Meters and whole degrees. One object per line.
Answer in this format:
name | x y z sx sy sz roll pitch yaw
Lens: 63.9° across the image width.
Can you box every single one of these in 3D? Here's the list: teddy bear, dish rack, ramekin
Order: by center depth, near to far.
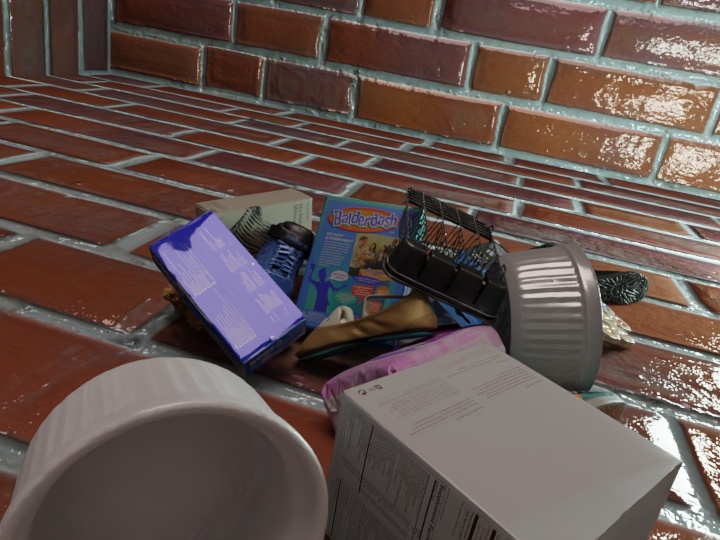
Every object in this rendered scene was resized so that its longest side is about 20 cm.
ramekin | -0.129 0.158 0.385 0.198 0.203 0.098 -2 17 -27
dish rack | 0.110 -0.033 0.741 0.152 0.055 0.201 25 29 -9
ramekin | 0.228 0.067 0.761 0.103 0.203 0.201 -1 22 0
teddy bear | -0.177 0.053 0.783 0.144 0.068 0.199 -5 27 -38

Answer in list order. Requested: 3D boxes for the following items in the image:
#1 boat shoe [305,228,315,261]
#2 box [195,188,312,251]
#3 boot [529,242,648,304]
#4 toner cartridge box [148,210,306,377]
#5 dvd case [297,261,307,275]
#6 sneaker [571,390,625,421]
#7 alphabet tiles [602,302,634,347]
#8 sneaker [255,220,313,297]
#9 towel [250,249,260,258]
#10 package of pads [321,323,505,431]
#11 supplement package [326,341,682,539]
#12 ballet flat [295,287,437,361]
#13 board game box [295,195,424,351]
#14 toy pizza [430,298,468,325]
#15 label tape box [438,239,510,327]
boat shoe | -0.068 -0.035 0.941 0.067 0.057 0.200 32 3 -37
box | -0.182 -0.085 1.006 0.198 0.083 0.068 -17 31 -38
boot | 0.468 0.001 1.202 0.163 0.067 0.200 3 18 -21
toner cartridge box | -0.164 0.024 0.712 0.095 0.043 0.200 -35 69 -24
dvd case | -0.051 -0.029 1.103 0.198 0.018 0.143 -2 24 -25
sneaker | 0.221 0.165 0.674 0.198 0.072 0.080 -4 30 -28
alphabet tiles | 0.377 0.056 0.992 0.194 0.015 0.201 14 29 -38
sneaker | -0.114 -0.017 0.836 0.076 0.112 0.200 32 5 -10
towel | -0.182 -0.065 1.088 0.144 0.030 0.201 1 25 -3
package of pads | 0.066 0.121 0.652 0.120 0.077 0.199 -19 -4 44
supplement package | 0.106 0.185 0.472 0.190 0.149 0.199 -10 29 -40
ballet flat | 0.003 0.067 0.721 0.198 0.064 0.068 -15 -14 25
board game box | 0.000 0.000 0.819 0.150 0.202 0.045 10 -18 17
toy pizza | 0.096 0.046 0.963 0.197 0.032 0.201 7 25 -3
label tape box | 0.210 0.032 0.925 0.144 0.064 0.199 48 33 19
